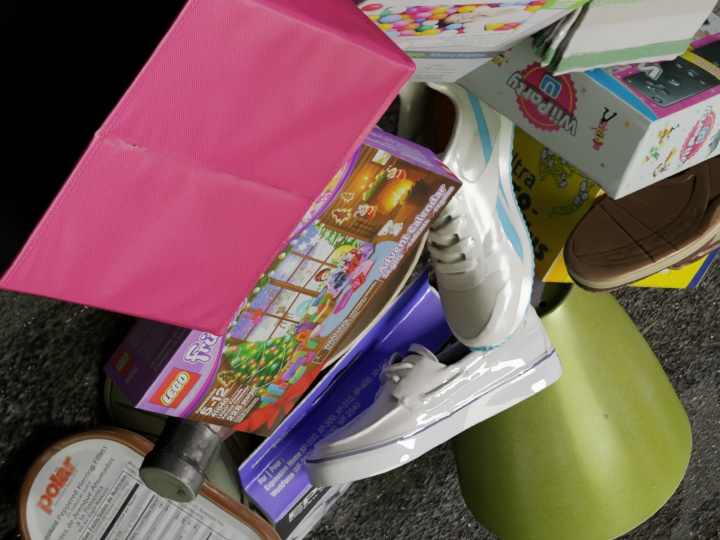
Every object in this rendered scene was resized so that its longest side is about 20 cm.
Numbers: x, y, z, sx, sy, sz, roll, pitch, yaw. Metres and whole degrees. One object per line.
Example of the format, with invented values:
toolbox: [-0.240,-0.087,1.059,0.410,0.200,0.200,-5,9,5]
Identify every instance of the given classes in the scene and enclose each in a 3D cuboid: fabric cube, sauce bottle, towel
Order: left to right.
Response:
fabric cube: [-0.134,-0.107,1.369,0.200,0.196,0.199,-54,149,13]
sauce bottle: [-0.082,0.058,1.664,0.066,0.066,0.201,74,35,-55]
towel: [0.196,-0.210,1.579,0.149,0.031,0.200,-12,140,-46]

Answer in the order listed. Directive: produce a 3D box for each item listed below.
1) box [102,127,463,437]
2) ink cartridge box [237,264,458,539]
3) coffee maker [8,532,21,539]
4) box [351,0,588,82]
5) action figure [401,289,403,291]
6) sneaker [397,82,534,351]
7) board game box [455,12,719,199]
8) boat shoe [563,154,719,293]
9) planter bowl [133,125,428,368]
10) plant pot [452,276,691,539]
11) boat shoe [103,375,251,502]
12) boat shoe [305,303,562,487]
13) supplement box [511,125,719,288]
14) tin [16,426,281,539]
box: [-0.043,0.003,1.493,0.200,0.039,0.137,-53,147,13]
ink cartridge box: [-0.007,0.105,1.817,0.198,0.043,0.200,-47,168,-13]
coffee maker: [-0.136,0.246,1.831,0.135,0.192,0.200,-37,168,7]
box: [0.045,-0.162,1.532,0.155,0.041,0.200,-2,164,-34]
action figure: [0.000,0.000,1.790,0.065,0.052,0.200,-29,150,-15]
sneaker: [0.062,-0.045,1.713,0.081,0.076,0.201,-6,88,-47]
board game box: [0.173,-0.132,1.705,0.200,0.147,0.064,-25,146,-51]
boat shoe: [0.220,-0.028,1.786,0.200,0.072,0.072,-33,146,-30]
planter bowl: [-0.073,-0.037,1.578,0.200,0.135,0.201,-30,147,-23]
plant pot: [0.140,0.077,1.942,0.187,0.187,0.200,-36,134,-14]
boat shoe: [-0.120,0.100,1.755,0.068,0.075,0.200,-55,152,-32]
boat shoe: [0.042,0.082,1.751,0.200,0.074,0.066,-27,100,-24]
supplement box: [0.183,-0.062,1.871,0.200,0.109,0.110,3,125,-50]
tin: [-0.136,0.183,1.705,0.112,0.200,0.042,-57,175,-6]
